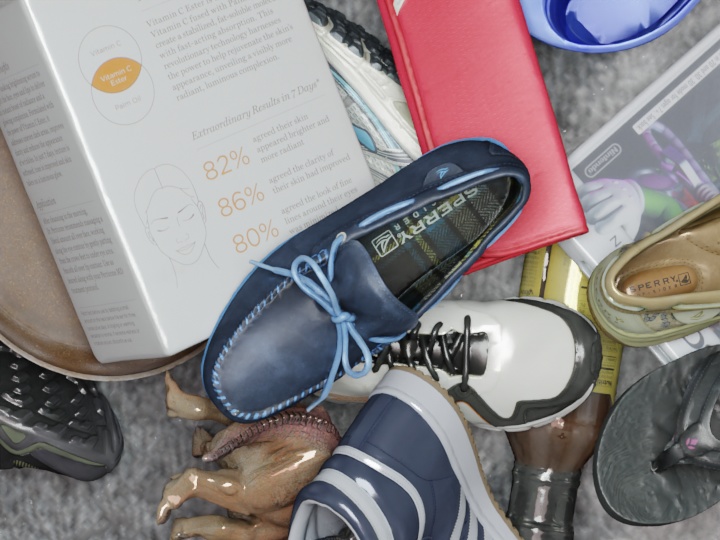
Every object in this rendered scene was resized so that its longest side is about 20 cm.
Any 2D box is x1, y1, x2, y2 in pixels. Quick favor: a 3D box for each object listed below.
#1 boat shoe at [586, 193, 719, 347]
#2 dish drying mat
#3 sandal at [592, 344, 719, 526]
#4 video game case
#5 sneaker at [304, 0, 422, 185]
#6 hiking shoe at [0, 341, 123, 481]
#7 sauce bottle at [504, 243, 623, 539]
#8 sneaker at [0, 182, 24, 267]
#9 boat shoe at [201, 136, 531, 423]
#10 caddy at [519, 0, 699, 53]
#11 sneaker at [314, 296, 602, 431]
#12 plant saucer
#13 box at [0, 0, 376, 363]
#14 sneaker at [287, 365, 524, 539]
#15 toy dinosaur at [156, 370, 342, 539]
[{"bbox_3d":[0.215,-0.015,1.226,0.199,0.063,0.074,-24,79,-5],"label":"boat shoe"},{"bbox_3d":[0.058,-0.104,1.263,0.076,0.018,0.201,-19,80,17],"label":"dish drying mat"},{"bbox_3d":[0.206,0.063,1.227,0.200,0.048,0.076,-29,81,-15],"label":"sandal"},{"bbox_3d":[0.217,-0.032,1.293,0.200,0.023,0.182,-40,88,-20],"label":"video game case"},{"bbox_3d":[-0.003,-0.078,1.322,0.200,0.078,0.086,42,102,7],"label":"sneaker"},{"bbox_3d":[-0.235,0.084,1.345,0.199,0.076,0.101,21,128,-10],"label":"hiking shoe"},{"bbox_3d":[0.112,0.055,1.317,0.064,0.065,0.201,10,91,4],"label":"sauce bottle"},{"bbox_3d":[-0.242,-0.069,1.341,0.084,0.077,0.201,-17,87,11],"label":"sneaker"},{"bbox_3d":[0.000,0.000,1.196,0.200,0.069,0.084,-46,109,-4],"label":"boat shoe"},{"bbox_3d":[0.148,-0.209,1.295,0.141,0.105,0.200,43,92,3],"label":"caddy"},{"bbox_3d":[0.033,0.048,1.281,0.199,0.080,0.074,-1,83,27],"label":"sneaker"},{"bbox_3d":[-0.145,-0.039,1.316,0.199,0.032,0.202,3,83,-26],"label":"plant saucer"},{"bbox_3d":[-0.097,-0.073,1.266,0.152,0.106,0.201,-25,97,-26],"label":"box"},{"bbox_3d":[0.029,0.157,1.265,0.109,0.070,0.201,-49,130,-30],"label":"sneaker"},{"bbox_3d":[-0.036,0.109,1.283,0.135,0.200,0.086,2,65,6],"label":"toy dinosaur"}]
